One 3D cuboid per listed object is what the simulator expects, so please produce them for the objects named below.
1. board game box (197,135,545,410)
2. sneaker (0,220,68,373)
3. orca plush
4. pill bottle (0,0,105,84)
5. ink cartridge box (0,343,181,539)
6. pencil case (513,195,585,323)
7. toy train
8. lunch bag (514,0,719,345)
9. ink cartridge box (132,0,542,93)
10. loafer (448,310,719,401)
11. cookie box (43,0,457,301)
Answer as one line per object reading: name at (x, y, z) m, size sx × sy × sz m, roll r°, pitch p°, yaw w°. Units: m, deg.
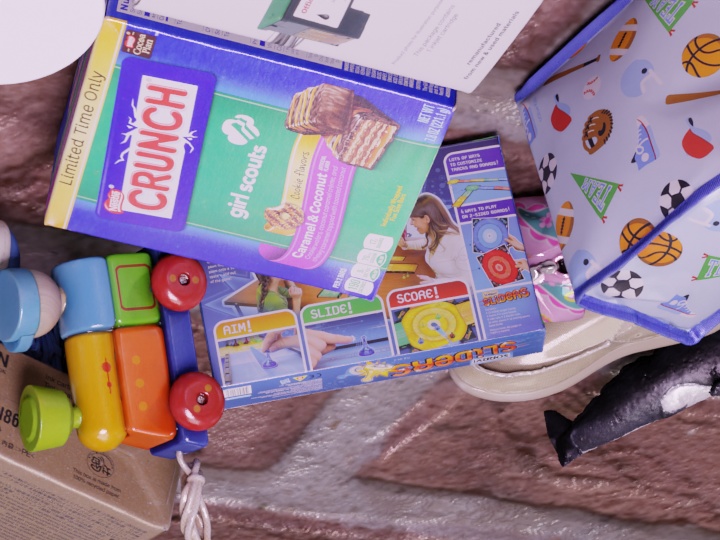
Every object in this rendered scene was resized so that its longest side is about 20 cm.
board game box at (0.000, 0.000, 1.543) m, size 0.199 × 0.136 × 0.035 m, roll -9°, pitch 154°, yaw -4°
sneaker at (-0.204, 0.039, 1.577) m, size 0.111 × 0.077 × 0.200 m, roll 8°, pitch 142°, yaw -16°
orca plush at (0.209, 0.055, 1.753) m, size 0.199 × 0.071 × 0.105 m, roll -26°, pitch -175°, yaw 22°
pill bottle at (-0.175, -0.189, 1.209) m, size 0.119 × 0.201 × 0.120 m, roll -8°, pitch 142°, yaw -6°
ink cartridge box at (-0.233, 0.115, 1.558) m, size 0.199 × 0.075 × 0.164 m, roll 28°, pitch 144°, yaw -28°
pencil case at (0.047, 0.007, 1.605) m, size 0.199 × 0.088 × 0.088 m, roll -10°, pitch 142°, yaw 0°
toy train at (-0.144, 0.088, 1.481) m, size 0.115 × 0.201 × 0.085 m, roll -4°, pitch 169°, yaw -29°
lunch bag at (0.205, -0.085, 1.473) m, size 0.123 × 0.171 × 0.200 m, roll 16°, pitch 132°, yaw -36°
ink cartridge box at (-0.021, -0.187, 1.302) m, size 0.199 × 0.147 × 0.084 m, roll 12°, pitch 137°, yaw -27°
loafer at (0.148, 0.023, 1.672) m, size 0.199 × 0.076 × 0.068 m, roll -20°, pitch 141°, yaw -7°
cookie box at (-0.063, -0.082, 1.442) m, size 0.199 × 0.076 × 0.172 m, roll 14°, pitch 137°, yaw -9°
